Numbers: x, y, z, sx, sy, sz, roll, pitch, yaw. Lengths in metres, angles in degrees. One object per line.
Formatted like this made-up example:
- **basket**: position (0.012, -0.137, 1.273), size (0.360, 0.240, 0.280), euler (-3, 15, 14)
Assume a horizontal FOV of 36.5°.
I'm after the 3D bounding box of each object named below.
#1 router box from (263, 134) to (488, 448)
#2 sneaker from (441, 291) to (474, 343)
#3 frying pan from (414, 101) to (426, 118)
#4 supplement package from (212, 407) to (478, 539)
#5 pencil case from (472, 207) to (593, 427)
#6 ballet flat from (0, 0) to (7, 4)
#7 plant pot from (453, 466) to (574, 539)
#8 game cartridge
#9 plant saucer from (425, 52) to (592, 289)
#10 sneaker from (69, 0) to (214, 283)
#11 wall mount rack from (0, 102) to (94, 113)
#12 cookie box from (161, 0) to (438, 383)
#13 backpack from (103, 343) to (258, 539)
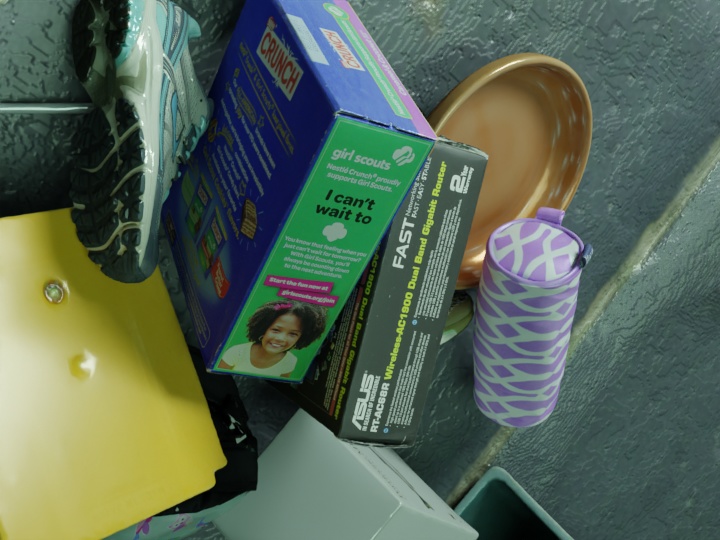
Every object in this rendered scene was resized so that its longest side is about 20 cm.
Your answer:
- **router box**: position (0.000, 0.000, 0.745), size (0.062, 0.150, 0.202), euler (10, 98, -29)
- **sneaker**: position (0.010, 0.014, 0.872), size (0.198, 0.077, 0.090), euler (-1, 104, -30)
- **frying pan**: position (0.036, -0.103, 0.852), size (0.189, 0.031, 0.116), euler (-37, 128, -22)
- **supplement package**: position (-0.006, 0.206, 0.877), size (0.118, 0.117, 0.200), euler (-49, 151, 1)
- **pencil case**: position (0.137, 0.043, 0.915), size (0.083, 0.086, 0.201), euler (13, 136, 11)
- **ballet flat**: position (-0.253, -0.174, 0.652), size (0.199, 0.069, 0.070), euler (-33, 124, -18)
- **plant pot**: position (0.165, 0.347, 1.040), size (0.197, 0.196, 0.200), euler (-48, 135, 0)
- **game cartridge**: position (-0.179, 0.062, 0.668), size (0.176, 0.032, 0.202), euler (-15, 84, -51)
- **plant saucer**: position (0.103, -0.080, 0.872), size (0.199, 0.037, 0.202), euler (-23, 132, -28)
- **sneaker**: position (-0.130, -0.090, 0.702), size (0.086, 0.077, 0.202), euler (12, 72, -45)
- **wall mount rack**: position (-0.235, -0.043, 0.716), size (0.173, 0.074, 0.202), euler (-27, 129, -51)
- **cookie box**: position (-0.051, -0.059, 0.712), size (0.075, 0.172, 0.201), euler (9, 126, -31)
- **backpack**: position (-0.172, 0.122, 0.766), size (0.126, 0.168, 0.199), euler (-28, 154, 38)
